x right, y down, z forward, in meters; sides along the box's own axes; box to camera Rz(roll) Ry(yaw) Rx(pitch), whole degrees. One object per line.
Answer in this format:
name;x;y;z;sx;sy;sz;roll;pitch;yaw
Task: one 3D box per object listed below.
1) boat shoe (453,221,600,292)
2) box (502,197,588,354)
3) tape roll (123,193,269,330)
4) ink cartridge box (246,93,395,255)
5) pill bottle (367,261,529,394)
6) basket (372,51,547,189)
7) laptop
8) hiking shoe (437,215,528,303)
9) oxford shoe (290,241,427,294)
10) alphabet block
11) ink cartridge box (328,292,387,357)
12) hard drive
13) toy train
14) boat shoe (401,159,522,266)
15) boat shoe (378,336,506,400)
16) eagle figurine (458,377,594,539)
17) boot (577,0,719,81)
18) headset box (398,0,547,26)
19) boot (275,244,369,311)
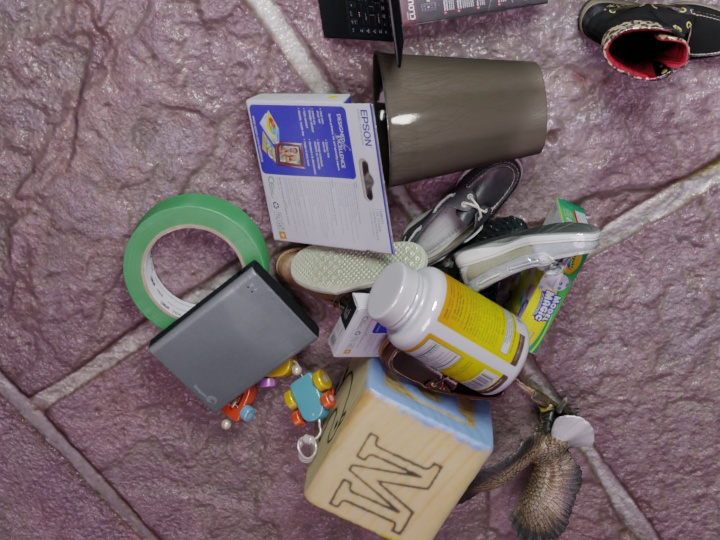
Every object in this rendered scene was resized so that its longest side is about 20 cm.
boat shoe;0.208;-0.015;1.357;0.200;0.074;0.066;-13;97;35
box;0.241;0.018;1.455;0.048;0.118;0.202;23;116;-7
tape roll;-0.225;-0.004;1.512;0.196;0.048;0.204;1;115;3
ink cartridge box;-0.043;-0.126;1.399;0.197;0.047;0.201;7;118;32
pill bottle;0.108;0.068;1.370;0.198;0.110;0.110;30;114;-24
basket;0.121;-0.194;1.350;0.196;0.183;0.137;-5;149;-4
laptop;-0.012;-0.337;1.257;0.198;0.103;0.180;14;123;39
hiking shoe;0.163;0.004;1.485;0.086;0.075;0.200;37;123;-19
oxford shoe;0.000;0.000;1.447;0.197;0.077;0.058;-3;159;22
alphabet block;0.053;0.230;1.528;0.194;0.196;0.202;27;113;-7
ink cartridge box;0.063;0.074;1.457;0.197;0.037;0.095;4;135;-26
hard drive;-0.175;0.094;1.512;0.199;0.033;0.140;-36;113;19
toy train;-0.113;0.184;1.567;0.198;0.055;0.153;24;99;32
boat shoe;0.133;-0.076;1.448;0.199;0.061;0.074;-36;109;18
boat shoe;0.115;0.129;1.460;0.198;0.071;0.071;12;119;-35
eagle figurine;0.244;0.278;1.564;0.150;0.202;0.151;21;164;28
boot;0.361;-0.271;1.290;0.196;0.151;0.074;10;116;-1
headset box;0.115;-0.381;1.295;0.196;0.075;0.151;-8;115;7
boot;-0.023;0.023;1.498;0.197;0.076;0.074;19;118;-4
